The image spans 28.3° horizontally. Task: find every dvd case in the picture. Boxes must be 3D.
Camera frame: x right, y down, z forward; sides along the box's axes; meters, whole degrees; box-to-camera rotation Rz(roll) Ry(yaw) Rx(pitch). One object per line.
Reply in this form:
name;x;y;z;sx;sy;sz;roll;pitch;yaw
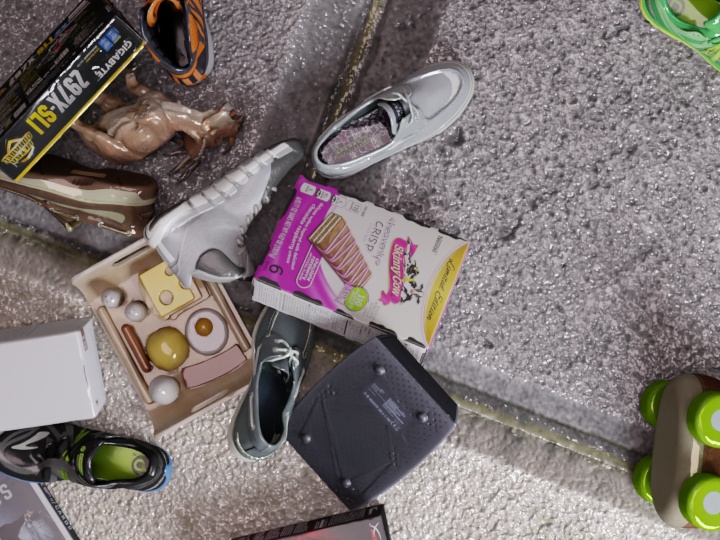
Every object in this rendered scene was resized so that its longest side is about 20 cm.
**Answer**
dvd case;-0.404;0.294;1.590;0.150;0.025;0.201;-34;88;2

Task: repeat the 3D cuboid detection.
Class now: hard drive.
hard drive;0.010;0.158;1.504;0.135;0.042;0.200;47;131;3

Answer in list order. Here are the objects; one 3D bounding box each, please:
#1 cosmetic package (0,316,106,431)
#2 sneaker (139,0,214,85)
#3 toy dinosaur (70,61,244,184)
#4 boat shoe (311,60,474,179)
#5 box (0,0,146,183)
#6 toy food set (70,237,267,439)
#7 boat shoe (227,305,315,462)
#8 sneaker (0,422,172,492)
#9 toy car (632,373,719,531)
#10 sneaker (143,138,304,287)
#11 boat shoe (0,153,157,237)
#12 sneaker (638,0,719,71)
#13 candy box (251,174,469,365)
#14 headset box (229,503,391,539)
cosmetic package;-0.386;0.118;1.559;0.199;0.074;0.102;-8;102;3
sneaker;-0.204;-0.303;1.535;0.077;0.112;0.201;-16;89;3
toy dinosaur;-0.240;-0.149;1.558;0.199;0.136;0.086;-7;52;26
boat shoe;0.036;-0.161;1.538;0.200;0.072;0.070;-32;88;3
box;-0.323;-0.201;1.521;0.200;0.160;0.049;-47;116;2
toy food set;-0.209;0.063;1.559;0.143;0.060;0.201;-29;88;3
boat shoe;-0.083;0.106;1.519;0.073;0.062;0.201;28;65;-22
sneaker;-0.303;0.199;1.549;0.198;0.083;0.071;7;76;2
toy car;0.406;0.191;1.477;0.199;0.164;0.159;6;90;-9
sneaker;-0.125;-0.050;1.542;0.199;0.075;0.116;-34;94;-11
boat shoe;-0.322;-0.077;1.563;0.201;0.075;0.075;13;113;14
sneaker;0.386;-0.252;1.508;0.199;0.084;0.074;26;91;3
candy box;0.000;0.000;1.521;0.199;0.061;0.137;21;66;3
headset box;-0.055;0.350;1.539;0.199;0.075;0.150;-13;89;4
